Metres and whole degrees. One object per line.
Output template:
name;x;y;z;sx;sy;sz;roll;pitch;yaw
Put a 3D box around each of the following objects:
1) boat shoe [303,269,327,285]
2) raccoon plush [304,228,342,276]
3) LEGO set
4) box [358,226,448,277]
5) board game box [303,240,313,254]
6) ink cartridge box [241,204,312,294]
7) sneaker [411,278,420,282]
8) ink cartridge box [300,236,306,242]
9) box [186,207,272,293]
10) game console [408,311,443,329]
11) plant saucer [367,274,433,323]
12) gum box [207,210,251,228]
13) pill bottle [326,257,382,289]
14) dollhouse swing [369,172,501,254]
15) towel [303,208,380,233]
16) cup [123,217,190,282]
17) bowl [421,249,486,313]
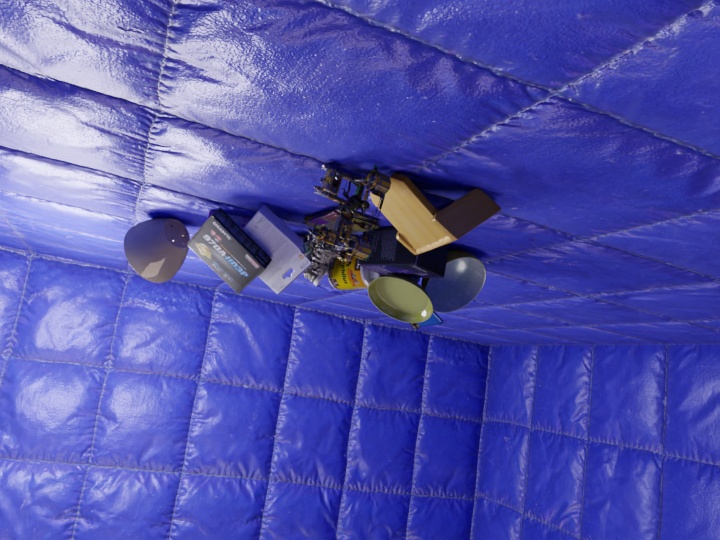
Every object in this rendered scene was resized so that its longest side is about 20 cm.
boat shoe;-0.138;0.000;1.895;0.060;0.073;0.202;34;-175;-2
raccoon plush;-0.104;-0.036;1.668;0.094;0.137;0.200;16;-170;-15
LEGO set;-0.037;-0.123;1.189;0.114;0.205;0.153;17;-173;-34
box;0.116;-0.048;1.630;0.196;0.107;0.146;0;166;41
board game box;-0.158;-0.049;1.886;0.131;0.035;0.200;-17;170;-1
ink cartridge box;-0.242;-0.052;1.643;0.200;0.041;0.199;44;133;-10
sneaker;0.109;0.015;1.948;0.196;0.077;0.087;1;128;41
ink cartridge box;-0.266;-0.090;1.914;0.194;0.043;0.119;11;169;1
box;-0.357;-0.050;1.643;0.200;0.046;0.158;46;131;-12
game console;0.151;0.073;1.840;0.117;0.173;0.200;-33;116;24
plant saucer;0.116;0.075;1.712;0.195;0.031;0.202;18;145;13
gum box;-0.359;-0.095;1.750;0.194;0.117;0.066;10;170;-7
pill bottle;0.000;0.000;1.799;0.196;0.113;0.108;-4;164;41
dollhouse swing;0.150;-0.147;1.279;0.180;0.179;0.199;-32;-176;-20
towel;-0.051;-0.127;1.585;0.141;0.023;0.198;14;169;-30
cup;-0.617;-0.084;1.896;0.141;0.205;0.198;-27;151;30
bowl;0.254;0.012;1.754;0.196;0.203;0.109;15;-151;-32
